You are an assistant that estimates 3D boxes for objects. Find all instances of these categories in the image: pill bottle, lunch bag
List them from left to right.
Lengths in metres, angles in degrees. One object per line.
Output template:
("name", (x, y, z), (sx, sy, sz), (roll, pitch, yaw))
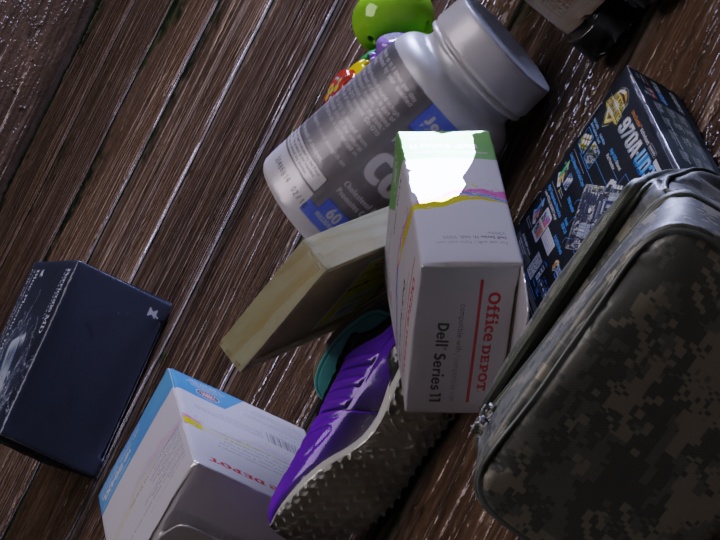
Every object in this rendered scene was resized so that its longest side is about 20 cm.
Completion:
("pill bottle", (0.035, -0.102, 1.630), (0.200, 0.114, 0.114), (-41, 25, 15))
("lunch bag", (0.152, 0.052, 1.148), (0.201, 0.139, 0.168), (-56, 4, 19))

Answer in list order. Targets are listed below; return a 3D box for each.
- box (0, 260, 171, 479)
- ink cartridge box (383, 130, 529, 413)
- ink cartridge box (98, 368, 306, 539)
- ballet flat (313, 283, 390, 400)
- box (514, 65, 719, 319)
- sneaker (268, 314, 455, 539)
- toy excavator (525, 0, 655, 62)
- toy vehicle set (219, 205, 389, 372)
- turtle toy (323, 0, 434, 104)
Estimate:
("box", (-0.311, 0.100, 2.324), (0.198, 0.117, 0.200), (-67, 20, -10))
("ink cartridge box", (0.058, 0.011, 1.409), (0.201, 0.067, 0.118), (-99, 11, -56))
("ink cartridge box", (-0.108, 0.186, 1.651), (0.126, 0.128, 0.200), (-59, 19, 13))
("ballet flat", (0.040, 0.023, 1.591), (0.200, 0.068, 0.072), (-51, 2, 32))
("box", (0.154, -0.015, 1.349), (0.159, 0.046, 0.200), (-57, 20, 20))
("sneaker", (0.003, 0.099, 1.541), (0.200, 0.069, 0.100), (-49, 35, 13))
("toy excavator", (0.164, -0.241, 1.584), (0.194, 0.100, 0.201), (-44, 13, 46))
("toy vehicle set", (0.000, 0.000, 1.575), (0.199, 0.027, 0.124), (-23, -20, -48))
("turtle toy", (0.026, -0.141, 1.770), (0.146, 0.101, 0.201), (-37, 32, 52))
